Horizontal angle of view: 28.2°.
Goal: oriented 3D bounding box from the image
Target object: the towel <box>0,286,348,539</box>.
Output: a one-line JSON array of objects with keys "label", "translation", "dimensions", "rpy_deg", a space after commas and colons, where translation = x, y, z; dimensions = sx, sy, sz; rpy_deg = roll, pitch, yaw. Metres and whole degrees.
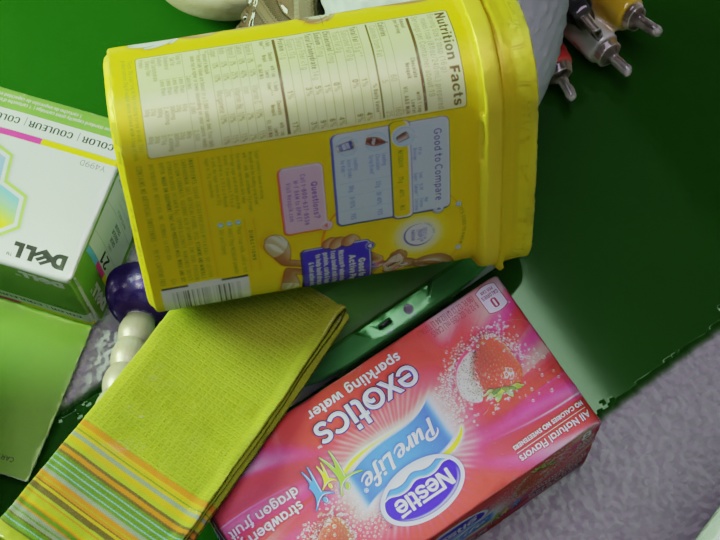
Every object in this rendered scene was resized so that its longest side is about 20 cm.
[{"label": "towel", "translation": [-0.092, 0.076, 0.724], "dimensions": [0.086, 0.018, 0.201], "rpy_deg": [29, 64, 14]}]

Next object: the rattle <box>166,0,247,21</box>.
[{"label": "rattle", "translation": [-0.052, -0.223, 0.886], "dimensions": [0.199, 0.144, 0.130], "rpy_deg": [31, 54, 19]}]

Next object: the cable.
[{"label": "cable", "translation": [0.105, -0.193, 0.929], "dimensions": [0.097, 0.050, 0.201], "rpy_deg": [-35, 58, 7]}]

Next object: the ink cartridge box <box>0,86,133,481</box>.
[{"label": "ink cartridge box", "translation": [-0.224, 0.000, 0.831], "dimensions": [0.146, 0.076, 0.202], "rpy_deg": [15, 68, 8]}]

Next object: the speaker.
[{"label": "speaker", "translation": [0.000, 0.000, 0.820], "dimensions": [0.199, 0.089, 0.089], "rpy_deg": [-33, 71, -11]}]

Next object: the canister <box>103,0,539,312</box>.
[{"label": "canister", "translation": [-0.018, -0.059, 0.715], "dimensions": [0.197, 0.150, 0.087], "rpy_deg": [-10, 45, -6]}]

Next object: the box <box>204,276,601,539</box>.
[{"label": "box", "translation": [0.020, 0.107, 0.769], "dimensions": [0.199, 0.096, 0.100], "rpy_deg": [-32, 71, -11]}]

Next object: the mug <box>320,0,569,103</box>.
[{"label": "mug", "translation": [0.047, -0.179, 0.822], "dimensions": [0.146, 0.177, 0.200], "rpy_deg": [-6, 24, 3]}]

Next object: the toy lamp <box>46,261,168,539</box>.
[{"label": "toy lamp", "translation": [-0.135, 0.087, 0.772], "dimensions": [0.057, 0.059, 0.201], "rpy_deg": [7, 50, 5]}]

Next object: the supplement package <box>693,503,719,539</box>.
[{"label": "supplement package", "translation": [0.267, 0.169, 0.704], "dimensions": [0.199, 0.156, 0.111], "rpy_deg": [37, 74, 15]}]

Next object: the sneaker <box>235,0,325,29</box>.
[{"label": "sneaker", "translation": [-0.052, -0.134, 0.851], "dimensions": [0.075, 0.070, 0.203], "rpy_deg": [0, 93, 17]}]
